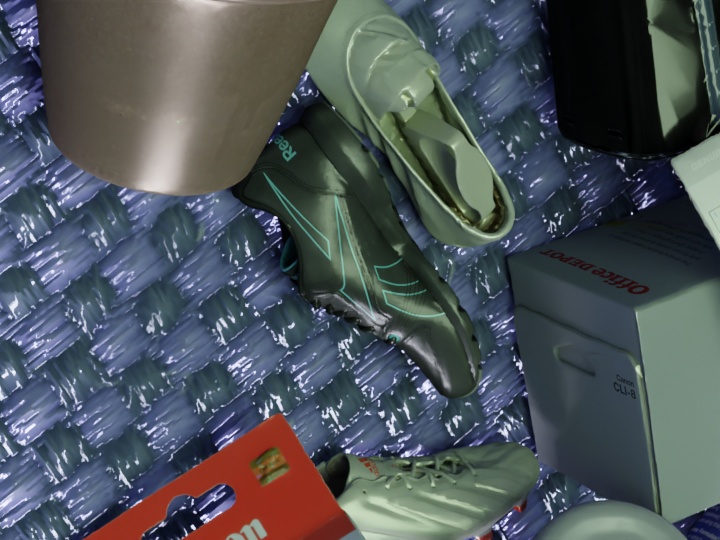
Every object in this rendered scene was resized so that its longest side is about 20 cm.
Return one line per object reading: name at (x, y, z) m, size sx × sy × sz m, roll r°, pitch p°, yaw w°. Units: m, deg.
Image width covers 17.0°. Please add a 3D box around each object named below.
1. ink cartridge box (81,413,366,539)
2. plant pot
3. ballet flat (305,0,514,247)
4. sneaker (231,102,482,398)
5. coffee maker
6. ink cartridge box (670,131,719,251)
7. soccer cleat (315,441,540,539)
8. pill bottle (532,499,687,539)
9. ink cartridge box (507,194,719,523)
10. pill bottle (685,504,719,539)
ink cartridge box at (-0.057, 0.204, 1.342) m, size 0.162 × 0.057 × 0.201 m, roll -32°, pitch 85°, yaw -6°
plant pot at (-0.092, -0.139, 1.252) m, size 0.199 × 0.200 × 0.176 m, roll -3°, pitch 122°, yaw -29°
ballet flat at (0.032, -0.092, 1.393) m, size 0.069 × 0.069 × 0.201 m, roll -43°, pitch 119°, yaw -13°
sneaker at (0.000, 0.000, 1.405) m, size 0.079 × 0.075 × 0.201 m, roll -35°, pitch 109°, yaw -7°
coffee maker at (0.153, -0.173, 1.420) m, size 0.190 × 0.135 × 0.202 m, roll -11°, pitch 108°, yaw -3°
ink cartridge box at (0.287, -0.012, 1.395) m, size 0.160 × 0.050 × 0.201 m, roll -30°, pitch 90°, yaw -7°
soccer cleat at (0.020, 0.137, 1.447) m, size 0.199 × 0.069 × 0.078 m, roll -22°, pitch 110°, yaw -20°
pill bottle at (0.128, 0.229, 1.448) m, size 0.115 × 0.200 × 0.117 m, roll 6°, pitch 59°, yaw -10°
ink cartridge box at (0.214, 0.043, 1.486) m, size 0.199 × 0.145 × 0.146 m, roll -18°, pitch 111°, yaw -24°
pill bottle at (0.276, 0.190, 1.575) m, size 0.200 × 0.119 × 0.120 m, roll -49°, pitch 121°, yaw -9°
